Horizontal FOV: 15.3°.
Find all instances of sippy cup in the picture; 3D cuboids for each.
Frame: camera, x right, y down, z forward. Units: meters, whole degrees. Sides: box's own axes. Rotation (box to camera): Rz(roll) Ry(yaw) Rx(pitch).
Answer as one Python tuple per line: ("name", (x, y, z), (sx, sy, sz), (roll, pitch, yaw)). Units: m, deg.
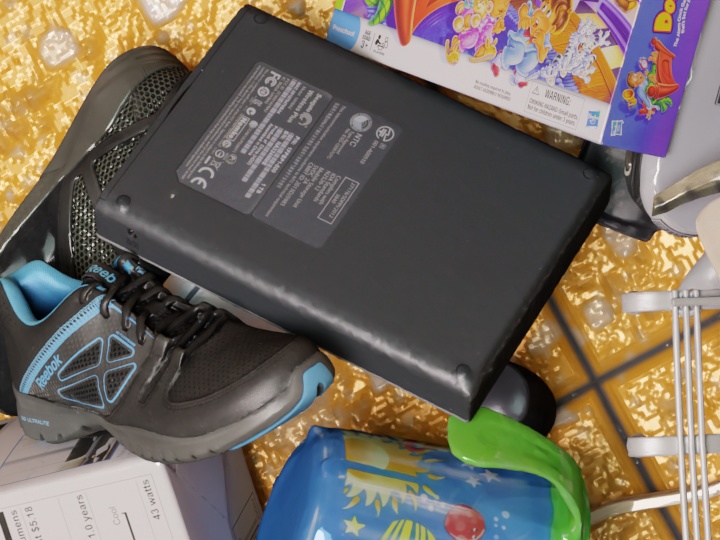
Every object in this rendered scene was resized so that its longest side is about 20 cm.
("sippy cup", (0.022, 0.136, 1.264), (0.130, 0.140, 0.178), (19, 98, -15))

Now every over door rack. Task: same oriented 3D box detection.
("over door rack", (0.219, 0.079, 1.258), (0.199, 0.067, 0.148), (-2, 88, -9))

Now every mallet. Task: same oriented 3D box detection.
("mallet", (0.001, 0.035, 1.318), (0.199, 0.066, 0.041), (24, 89, 11))

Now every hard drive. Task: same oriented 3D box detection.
("hard drive", (-0.002, -0.030, 1.243), (0.200, 0.033, 0.140), (26, 61, 16))

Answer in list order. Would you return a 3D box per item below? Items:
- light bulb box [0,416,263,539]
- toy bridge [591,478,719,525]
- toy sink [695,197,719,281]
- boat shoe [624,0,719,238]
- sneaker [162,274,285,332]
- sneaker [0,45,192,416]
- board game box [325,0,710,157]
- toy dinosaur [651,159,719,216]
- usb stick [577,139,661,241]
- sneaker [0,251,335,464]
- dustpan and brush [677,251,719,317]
("light bulb box", (-0.146, 0.177, 1.315), (0.199, 0.125, 0.199), (-13, 104, 14))
("toy bridge", (0.117, 0.156, 1.320), (0.200, 0.027, 0.067), (-40, 85, 13))
("toy sink", (0.238, 0.051, 1.120), (0.130, 0.112, 0.200), (-23, 45, 1))
("boat shoe", (0.168, -0.114, 1.224), (0.068, 0.057, 0.201), (20, 94, -20))
("sneaker", (0.000, 0.000, 1.277), (0.199, 0.073, 0.071), (-23, 46, -6))
("sneaker", (-0.117, -0.001, 1.323), (0.114, 0.076, 0.200), (37, 99, 38))
("board game box", (0.077, -0.144, 1.241), (0.200, 0.045, 0.135), (24, 102, 48))
("toy dinosaur", (0.230, -0.062, 1.180), (0.199, 0.047, 0.088), (3, 91, -4))
("usb stick", (0.156, -0.113, 1.288), (0.055, 0.033, 0.201), (22, 99, 3))
("sneaker", (-0.098, 0.037, 1.222), (0.200, 0.073, 0.082), (-1, 113, 42))
("dustpan and brush", (0.217, -0.053, 1.274), (0.139, 0.057, 0.200), (41, 95, 0))
